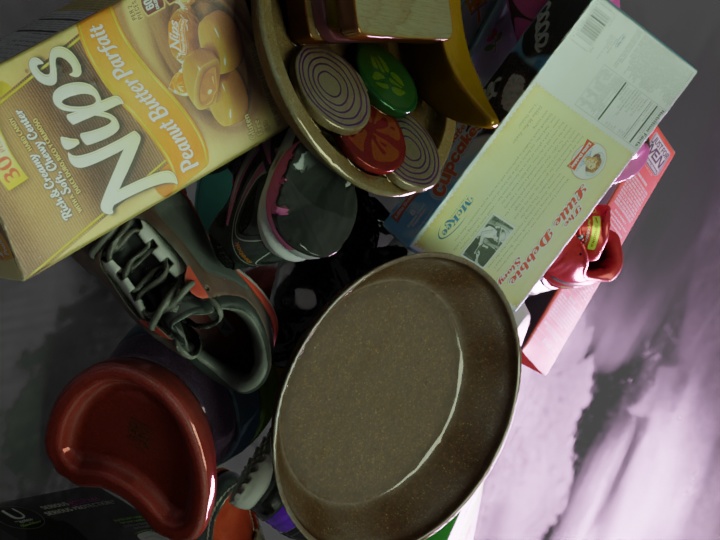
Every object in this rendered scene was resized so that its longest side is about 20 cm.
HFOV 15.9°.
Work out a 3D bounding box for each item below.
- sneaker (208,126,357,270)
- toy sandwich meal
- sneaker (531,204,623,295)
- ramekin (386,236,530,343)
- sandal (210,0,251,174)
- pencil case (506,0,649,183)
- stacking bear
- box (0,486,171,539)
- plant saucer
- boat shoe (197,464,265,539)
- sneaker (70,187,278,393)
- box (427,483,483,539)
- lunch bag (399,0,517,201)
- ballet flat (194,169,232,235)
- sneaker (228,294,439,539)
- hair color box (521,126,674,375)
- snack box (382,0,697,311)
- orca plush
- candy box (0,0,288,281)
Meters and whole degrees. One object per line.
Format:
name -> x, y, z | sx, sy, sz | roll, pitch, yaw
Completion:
sneaker -> -0.038, -0.073, 1.547 | 0.080, 0.086, 0.200 | 57, 37, -19
toy sandwich meal -> 0.013, -0.145, 1.509 | 0.205, 0.070, 0.206 | 26, 55, -45
sneaker -> 0.128, -0.037, 1.764 | 0.200, 0.085, 0.077 | 30, 62, -61
ramekin -> 0.038, 0.076, 1.799 | 0.201, 0.105, 0.200 | -62, 172, -15
sandal -> -0.081, -0.140, 1.543 | 0.075, 0.045, 0.201 | 4, 120, -11
pencil case -> 0.140, -0.152, 1.713 | 0.200, 0.090, 0.094 | 76, 16, -45
stacking bear -> -0.093, 0.064, 1.658 | 0.200, 0.121, 0.114 | -41, 153, -49
box -> -0.155, 0.245, 1.599 | 0.124, 0.200, 0.149 | -5, 117, -54
plant saucer -> 0.015, 0.081, 1.605 | 0.200, 0.037, 0.201 | -16, 116, -36
boat shoe -> -0.086, 0.222, 1.826 | 0.071, 0.062, 0.201 | -36, 139, -35
sneaker -> -0.116, -0.003, 1.510 | 0.077, 0.082, 0.200 | -45, 113, 10
box -> 0.019, 0.236, 1.889 | 0.200, 0.096, 0.177 | -62, 165, -50
lunch bag -> 0.060, -0.139, 1.759 | 0.200, 0.077, 0.160 | -62, 150, -2
ballet flat -> -0.055, -0.098, 1.630 | 0.070, 0.067, 0.201 | -39, 146, -59
sneaker -> 0.008, 0.098, 1.678 | 0.200, 0.099, 0.070 | -53, -175, 14
hair color box -> 0.142, -0.034, 1.943 | 0.200, 0.101, 0.061 | -59, 149, -9
snack box -> 0.116, -0.079, 1.649 | 0.116, 0.037, 0.200 | 31, 99, -42
orca plush -> 0.000, 0.000, 1.655 | 0.200, 0.071, 0.106 | -45, 133, -65
candy box -> -0.144, -0.091, 1.445 | 0.200, 0.055, 0.116 | -33, 114, -32
